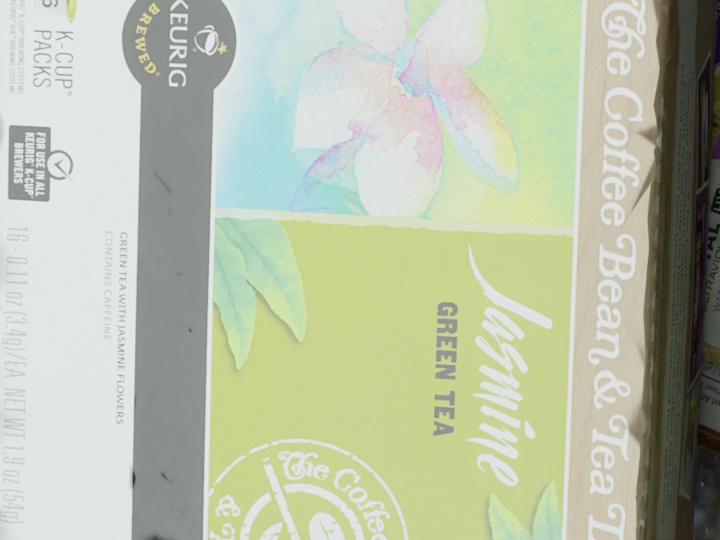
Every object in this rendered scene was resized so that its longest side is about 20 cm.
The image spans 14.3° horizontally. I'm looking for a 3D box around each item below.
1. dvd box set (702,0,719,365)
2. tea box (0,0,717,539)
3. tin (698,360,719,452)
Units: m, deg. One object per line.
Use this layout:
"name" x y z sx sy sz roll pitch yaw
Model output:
"dvd box set" 0.076 -0.060 0.900 0.200 0.029 0.146 19 103 20
"tea box" 0.000 0.000 0.838 0.197 0.134 0.200 2 97 12
"tin" 0.122 0.002 0.924 0.200 0.042 0.112 23 108 19
